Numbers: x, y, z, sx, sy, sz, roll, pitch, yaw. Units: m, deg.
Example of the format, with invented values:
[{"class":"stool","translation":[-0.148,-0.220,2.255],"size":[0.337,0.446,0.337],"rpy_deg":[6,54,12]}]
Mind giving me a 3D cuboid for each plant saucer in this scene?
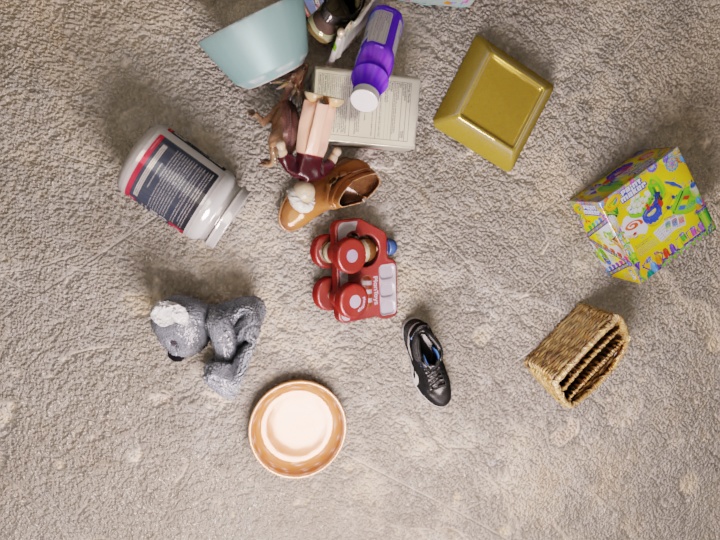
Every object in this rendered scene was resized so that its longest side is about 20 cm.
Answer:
[{"class":"plant saucer","translation":[0.273,-0.331,1.191],"size":[0.198,0.048,0.202],"rpy_deg":[27,92,-12]},{"class":"plant saucer","translation":[-0.127,0.316,1.208],"size":[0.196,0.037,0.204],"rpy_deg":[-1,97,-11]}]

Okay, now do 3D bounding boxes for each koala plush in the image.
[{"class":"koala plush","translation":[-0.289,0.107,1.093],"size":[0.197,0.177,0.187],"rpy_deg":[23,81,-12]}]

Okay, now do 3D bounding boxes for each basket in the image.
[{"class":"basket","translation":[0.469,0.189,1.243],"size":[0.200,0.149,0.143],"rpy_deg":[-45,102,-3]}]

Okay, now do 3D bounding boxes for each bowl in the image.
[{"class":"bowl","translation":[-0.170,-0.387,1.038],"size":[0.198,0.201,0.106],"rpy_deg":[-27,113,-6]}]

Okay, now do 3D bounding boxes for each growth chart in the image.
[{"class":"growth chart","translation":[0.001,-0.442,1.061],"size":[0.018,0.145,0.201],"rpy_deg":[35,70,-6]}]

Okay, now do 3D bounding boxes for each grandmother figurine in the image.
[{"class":"grandmother figurine","translation":[-0.089,-0.199,1.031],"size":[0.119,0.061,0.204],"rpy_deg":[7,106,-18]}]

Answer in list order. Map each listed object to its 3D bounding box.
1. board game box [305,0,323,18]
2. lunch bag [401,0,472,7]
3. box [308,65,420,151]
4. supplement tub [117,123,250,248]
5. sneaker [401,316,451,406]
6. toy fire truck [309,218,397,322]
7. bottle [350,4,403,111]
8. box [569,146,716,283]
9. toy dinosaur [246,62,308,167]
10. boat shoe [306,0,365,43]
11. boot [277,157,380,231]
[{"class":"board game box","translation":[-0.085,-0.546,1.113],"size":[0.102,0.019,0.202],"rpy_deg":[-32,101,-6]},{"class":"lunch bag","translation":[0.137,-0.588,1.117],"size":[0.196,0.077,0.164],"rpy_deg":[2,98,-11]},{"class":"box","translation":[0.001,-0.295,1.115],"size":[0.196,0.109,0.131],"rpy_deg":[3,96,-11]},{"class":"supplement tub","translation":[-0.310,-0.147,1.061],"size":[0.199,0.140,0.141],"rpy_deg":[35,90,-12]},{"class":"sneaker","translation":[0.139,0.199,1.202],"size":[0.072,0.112,0.203],"rpy_deg":[-24,101,-5]},{"class":"toy fire truck","translation":[0.000,0.000,1.165],"size":[0.166,0.111,0.204],"rpy_deg":[-8,100,-34]},{"class":"bottle","translation":[0.025,-0.357,1.015],"size":[0.064,0.084,0.203],"rpy_deg":[16,60,-5]},{"class":"box","translation":[0.579,-0.116,1.236],"size":[0.198,0.122,0.194],"rpy_deg":[-33,102,-4]},{"class":"toy dinosaur","translation":[-0.132,-0.264,1.068],"size":[0.085,0.135,0.204],"rpy_deg":[-1,71,-34]},{"class":"boat shoe","translation":[-0.024,-0.474,1.057],"size":[0.073,0.064,0.202],"rpy_deg":[41,53,-22]},{"class":"boot","translation":[-0.061,-0.132,1.096],"size":[0.200,0.155,0.074],"rpy_deg":[-44,119,-2]}]
